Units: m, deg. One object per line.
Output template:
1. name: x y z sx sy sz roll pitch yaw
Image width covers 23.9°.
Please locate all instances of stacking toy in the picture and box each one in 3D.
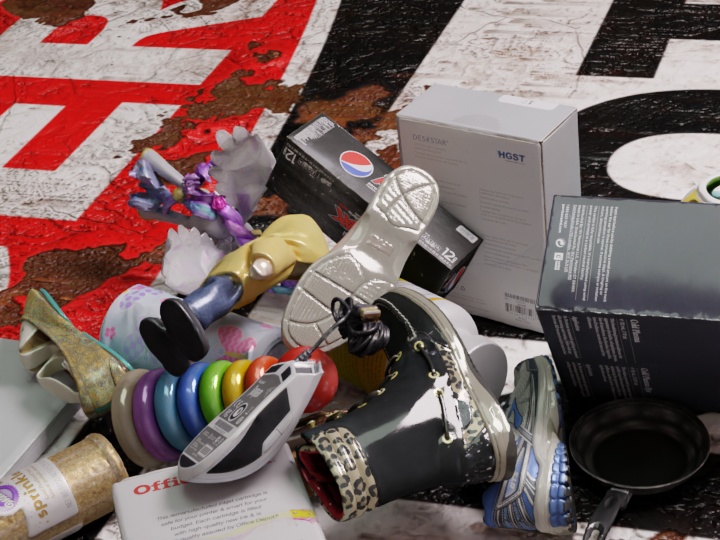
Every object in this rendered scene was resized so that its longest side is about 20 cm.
1. stacking toy: -0.106 0.106 1.415 0.198 0.086 0.086 -15 25 25

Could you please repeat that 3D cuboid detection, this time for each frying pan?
1. frying pan: 0.226 0.166 1.354 0.114 0.031 0.191 -4 34 5

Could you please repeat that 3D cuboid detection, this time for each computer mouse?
1. computer mouse: -0.057 0.100 1.304 0.200 0.044 0.110 -43 17 -10

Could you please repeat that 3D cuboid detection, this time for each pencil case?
1. pencil case: -0.141 0.077 1.529 0.199 0.092 0.083 17 16 33

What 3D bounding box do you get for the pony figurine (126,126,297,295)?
1. pony figurine: -0.141 -0.050 1.664 0.199 0.193 0.167 28 84 38

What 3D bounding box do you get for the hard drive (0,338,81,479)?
1. hard drive: -0.330 0.131 1.534 0.131 0.026 0.200 6 32 21

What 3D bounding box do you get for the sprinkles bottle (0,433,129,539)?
1. sprinkles bottle: -0.283 0.202 1.363 0.199 0.069 0.068 -26 35 -30

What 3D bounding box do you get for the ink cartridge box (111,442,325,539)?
1. ink cartridge box: -0.097 0.228 1.262 0.143 0.085 0.200 -13 30 -10

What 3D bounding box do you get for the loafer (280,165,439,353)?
1. loafer: 0.000 0.000 1.460 0.072 0.063 0.201 36 70 1

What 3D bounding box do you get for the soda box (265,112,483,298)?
1. soda box: 0.012 -0.054 1.578 0.200 0.071 0.063 40 44 11

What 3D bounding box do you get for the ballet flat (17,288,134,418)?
1. ballet flat: -0.271 0.075 1.532 0.070 0.071 0.200 -24 35 -27

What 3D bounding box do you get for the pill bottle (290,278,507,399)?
1. pill bottle: 0.033 0.063 1.495 0.104 0.105 0.199 -29 37 -33

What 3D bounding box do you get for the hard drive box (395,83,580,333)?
1. hard drive box: 0.123 -0.058 1.586 0.155 0.202 0.077 14 36 31

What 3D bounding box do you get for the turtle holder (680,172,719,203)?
1. turtle holder: 0.327 -0.019 1.545 0.184 0.133 0.141 3 32 15

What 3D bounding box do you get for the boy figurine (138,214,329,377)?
1. boy figurine: -0.101 0.015 1.448 0.200 0.065 0.124 -35 -2 -45

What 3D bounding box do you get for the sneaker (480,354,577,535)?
1. sneaker: 0.126 0.137 1.384 0.084 0.078 0.201 -8 30 7

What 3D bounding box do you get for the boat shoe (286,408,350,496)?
1. boat shoe: -0.036 0.146 1.401 0.198 0.071 0.070 -15 35 -12

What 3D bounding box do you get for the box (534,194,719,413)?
1. box: 0.251 0.032 1.390 0.180 0.200 0.105 5 66 17

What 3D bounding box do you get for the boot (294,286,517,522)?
1. boot: 0.014 0.102 1.329 0.153 0.074 0.204 -16 47 -21
